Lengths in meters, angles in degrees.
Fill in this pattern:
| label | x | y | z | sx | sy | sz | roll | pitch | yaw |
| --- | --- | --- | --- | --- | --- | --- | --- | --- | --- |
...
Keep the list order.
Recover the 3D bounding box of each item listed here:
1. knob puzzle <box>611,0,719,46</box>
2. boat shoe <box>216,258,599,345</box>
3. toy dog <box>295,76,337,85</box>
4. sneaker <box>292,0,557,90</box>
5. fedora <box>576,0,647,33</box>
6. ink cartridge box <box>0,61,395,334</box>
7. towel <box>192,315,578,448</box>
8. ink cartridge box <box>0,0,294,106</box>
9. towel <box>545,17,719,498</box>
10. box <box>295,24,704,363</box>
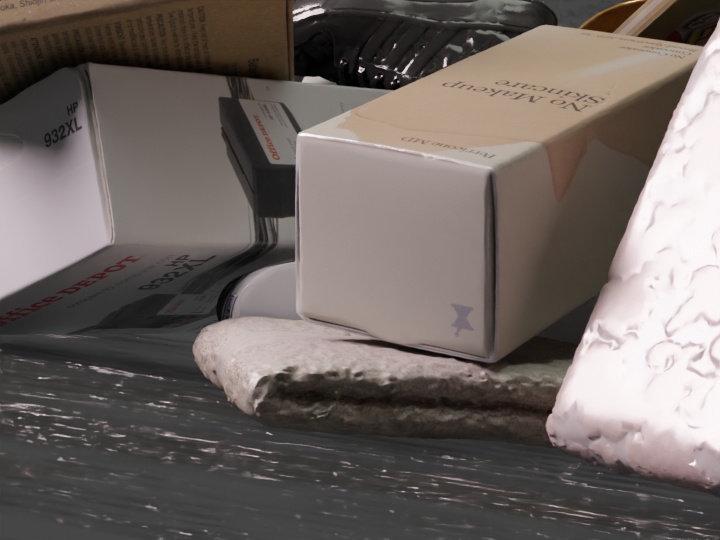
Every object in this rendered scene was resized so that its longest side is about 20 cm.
| label | x | y | z | sx | sy | sz | roll | pitch | yaw |
| --- | --- | --- | --- | --- | --- | --- | --- | --- | --- |
| knob puzzle | 0.189 | -0.125 | 1.080 | 0.218 | 0.031 | 0.220 | -19 | -12 | -4 |
| boat shoe | 0.035 | 0.020 | 0.976 | 0.198 | 0.072 | 0.068 | -3 | 8 | -12 |
| toy dog | 0.020 | -0.084 | 1.290 | 0.199 | 0.097 | 0.132 | 7 | -25 | 41 |
| sneaker | 0.041 | -0.093 | 1.195 | 0.198 | 0.105 | 0.060 | -1 | -23 | 6 |
| fedora | 0.182 | -0.056 | 1.273 | 0.199 | 0.202 | 0.082 | 8 | 33 | 33 |
| ink cartridge box | -0.084 | -0.027 | 1.015 | 0.199 | 0.084 | 0.145 | 1 | -17 | -44 |
| towel | 0.040 | 0.043 | 0.876 | 0.198 | 0.035 | 0.132 | 4 | 4 | -13 |
| ink cartridge box | -0.114 | -0.111 | 0.991 | 0.163 | 0.076 | 0.200 | -12 | -15 | -5 |
| towel | 0.170 | -0.006 | 0.747 | 0.032 | 0.192 | 0.199 | 32 | -14 | -37 |
| box | 0.064 | -0.037 | 0.898 | 0.094 | 0.078 | 0.200 | 12 | 23 | 29 |
